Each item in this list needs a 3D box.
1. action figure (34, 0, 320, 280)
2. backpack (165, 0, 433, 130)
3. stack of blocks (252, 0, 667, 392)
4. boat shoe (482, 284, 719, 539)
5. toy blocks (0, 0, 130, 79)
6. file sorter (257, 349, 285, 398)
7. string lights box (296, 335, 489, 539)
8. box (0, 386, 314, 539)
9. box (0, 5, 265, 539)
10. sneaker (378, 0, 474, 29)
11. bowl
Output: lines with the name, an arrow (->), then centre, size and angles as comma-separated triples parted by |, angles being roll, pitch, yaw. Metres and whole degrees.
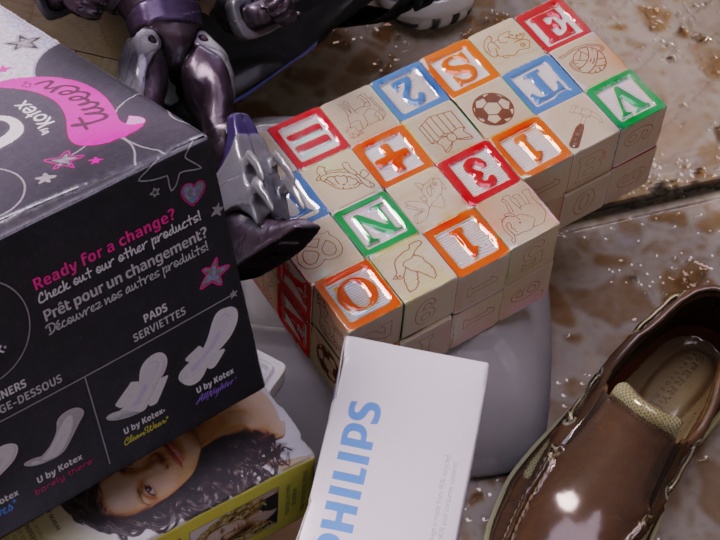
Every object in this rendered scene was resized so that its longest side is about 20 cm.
action figure -> -0.080, -0.094, 0.776 | 0.129, 0.069, 0.201 | -5, 70, -28
backpack -> -0.089, -0.175, 0.952 | 0.199, 0.155, 0.190 | -34, 27, -31
stack of blocks -> 0.045, -0.038, 0.836 | 0.199, 0.059, 0.115 | -27, 60, -21
boat shoe -> 0.119, 0.081, 0.833 | 0.074, 0.075, 0.203 | 29, 57, 15
toy blocks -> -0.189, -0.069, 0.823 | 0.136, 0.201, 0.100 | 10, 17, -28
file sorter -> -0.142, 0.114, 0.760 | 0.138, 0.125, 0.200 | 26, 56, 14
string lights box -> 0.006, 0.127, 0.714 | 0.058, 0.201, 0.103 | 11, 54, 4
box -> -0.119, 0.098, 0.667 | 0.199, 0.050, 0.075 | -27, 61, -21
box -> -0.147, -0.014, 0.670 | 0.132, 0.115, 0.200 | -29, 39, -24
sneaker -> 0.015, -0.246, 1.044 | 0.075, 0.116, 0.201 | -22, 58, -19
bowl -> 0.000, 0.000, 0.889 | 0.198, 0.075, 0.201 | 2, 55, -1
